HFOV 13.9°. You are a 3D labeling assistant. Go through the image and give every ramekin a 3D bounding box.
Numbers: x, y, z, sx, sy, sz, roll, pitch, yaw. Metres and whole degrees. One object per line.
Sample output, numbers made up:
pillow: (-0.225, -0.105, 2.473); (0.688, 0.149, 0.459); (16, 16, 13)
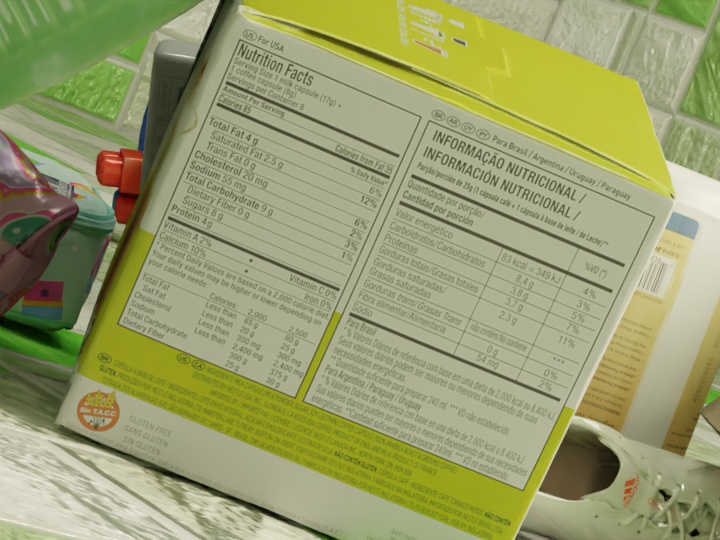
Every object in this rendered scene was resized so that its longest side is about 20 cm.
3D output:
ramekin: (-0.125, -0.155, 1.279); (0.098, 0.200, 0.200); (60, -6, -14)

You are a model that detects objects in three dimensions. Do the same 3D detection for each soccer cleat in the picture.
soccer cleat: (0.131, 0.113, 1.470); (0.199, 0.070, 0.078); (15, -23, -19)

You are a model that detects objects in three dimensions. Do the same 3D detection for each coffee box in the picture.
coffee box: (0.003, -0.012, 1.288); (0.199, 0.198, 0.200); (22, 16, -7)

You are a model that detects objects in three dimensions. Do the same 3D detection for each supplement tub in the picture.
supplement tub: (0.122, 0.033, 1.577); (0.144, 0.201, 0.145); (21, 3, -1)

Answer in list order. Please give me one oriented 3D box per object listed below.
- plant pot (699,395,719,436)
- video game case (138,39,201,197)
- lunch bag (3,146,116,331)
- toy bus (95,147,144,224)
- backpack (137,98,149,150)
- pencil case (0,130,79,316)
plant pot: (0.310, 0.097, 1.460); (0.200, 0.177, 0.200); (48, 3, -4)
video game case: (-0.012, -0.016, 1.464); (0.199, 0.182, 0.023); (9, 31, 2)
lunch bag: (-0.216, -0.035, 1.531); (0.160, 0.077, 0.200); (22, 4, -14)
toy bus: (-0.101, -0.049, 2.191); (0.191, 0.136, 0.200); (8, 9, -13)
backpack: (-0.125, -0.134, 2.948); (0.200, 0.163, 0.168); (25, 8, 27)
pencil case: (-0.228, -0.061, 1.390); (0.200, 0.087, 0.087); (42, 5, 3)
